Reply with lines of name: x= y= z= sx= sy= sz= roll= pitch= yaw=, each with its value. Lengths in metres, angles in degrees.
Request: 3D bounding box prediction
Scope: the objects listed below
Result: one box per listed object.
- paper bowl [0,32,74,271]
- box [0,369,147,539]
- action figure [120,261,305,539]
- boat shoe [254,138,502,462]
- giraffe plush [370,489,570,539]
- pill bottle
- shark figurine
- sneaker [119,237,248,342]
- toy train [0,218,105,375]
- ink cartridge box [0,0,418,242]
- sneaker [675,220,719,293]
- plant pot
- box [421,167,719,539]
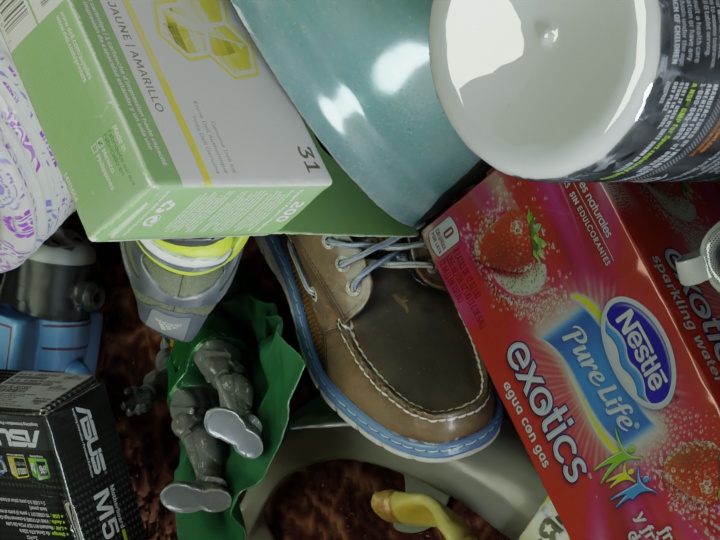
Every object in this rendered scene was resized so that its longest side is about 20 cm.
paper bowl: x=-0.196 y=-0.104 z=1.268 sx=0.201 sy=0.104 sz=0.201 roll=34 pitch=154 yaw=20
box: x=-0.180 y=0.142 z=1.340 sx=0.200 sy=0.048 sz=0.193 roll=1 pitch=114 yaw=42
action figure: x=-0.072 y=0.043 z=1.283 sx=0.118 sy=0.055 sz=0.200 roll=-58 pitch=19 yaw=18
boat shoe: x=0.000 y=0.000 z=1.228 sx=0.200 sy=0.072 sz=0.072 roll=54 pitch=155 yaw=38
giraffe plush: x=0.025 y=0.198 z=1.158 sx=0.172 sy=0.162 sz=0.200 roll=22 pitch=115 yaw=18
pill bottle: x=0.125 y=-0.086 z=1.065 sx=0.106 sy=0.200 sz=0.106 roll=1 pitch=91 yaw=39
shark figurine: x=-0.014 y=0.084 z=1.268 sx=0.214 sy=0.089 sz=0.128 roll=-17 pitch=79 yaw=38
sneaker: x=-0.082 y=-0.049 z=1.263 sx=0.200 sy=0.074 sz=0.081 roll=-84 pitch=9 yaw=-53
toy train: x=-0.184 y=0.057 z=1.415 sx=0.114 sy=0.087 sz=0.200 roll=16 pitch=102 yaw=31
ink cartridge box: x=-0.054 y=-0.083 z=1.121 sx=0.048 sy=0.200 sz=0.146 roll=-39 pitch=67 yaw=35
sneaker: x=0.218 y=-0.013 z=1.043 sx=0.200 sy=0.115 sz=0.075 roll=-10 pitch=86 yaw=40
plant pot: x=0.030 y=-0.137 z=1.167 sx=0.134 sy=0.200 sz=0.200 roll=-30 pitch=71 yaw=13
box: x=0.124 y=0.041 z=1.137 sx=0.095 sy=0.100 sz=0.200 roll=-39 pitch=67 yaw=35
